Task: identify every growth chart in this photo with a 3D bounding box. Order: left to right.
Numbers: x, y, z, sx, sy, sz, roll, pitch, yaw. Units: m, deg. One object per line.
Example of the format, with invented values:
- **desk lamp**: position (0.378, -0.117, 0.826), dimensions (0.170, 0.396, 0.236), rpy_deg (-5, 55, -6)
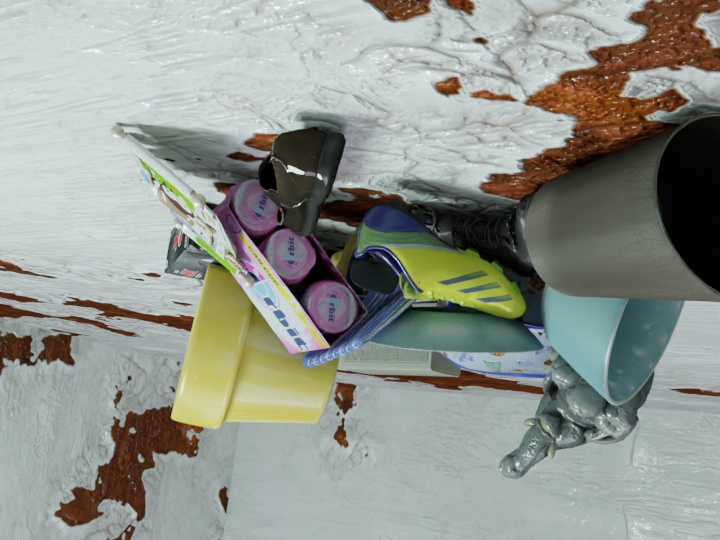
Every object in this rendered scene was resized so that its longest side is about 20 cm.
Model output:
- **growth chart**: position (-0.184, -0.066, 0.971), dimensions (0.144, 0.018, 0.201), rpy_deg (36, 165, 23)

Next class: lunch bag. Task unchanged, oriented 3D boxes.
- **lunch bag**: position (0.202, 0.057, 1.185), dimensions (0.196, 0.126, 0.171), rpy_deg (0, 151, -7)

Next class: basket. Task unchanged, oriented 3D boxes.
- **basket**: position (0.241, -0.038, 0.776), dimensions (0.178, 0.138, 0.199), rpy_deg (17, 169, -24)

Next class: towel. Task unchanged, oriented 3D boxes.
- **towel**: position (0.011, 0.051, 1.072), dimensions (0.024, 0.145, 0.200), rpy_deg (50, 155, -4)

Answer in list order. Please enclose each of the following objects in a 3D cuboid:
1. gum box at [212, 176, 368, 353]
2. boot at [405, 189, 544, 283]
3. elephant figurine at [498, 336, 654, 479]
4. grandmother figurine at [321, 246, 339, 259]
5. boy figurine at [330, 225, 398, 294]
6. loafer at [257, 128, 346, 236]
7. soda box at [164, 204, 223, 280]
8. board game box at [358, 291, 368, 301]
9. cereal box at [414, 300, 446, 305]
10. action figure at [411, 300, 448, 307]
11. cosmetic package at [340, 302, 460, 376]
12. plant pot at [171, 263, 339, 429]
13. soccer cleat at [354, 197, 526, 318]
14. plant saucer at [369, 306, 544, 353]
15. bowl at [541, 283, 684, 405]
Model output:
- **gum box**: position (-0.093, -0.008, 1.047), dimensions (0.201, 0.066, 0.113), rpy_deg (54, 154, -10)
- **boot**: position (0.123, -0.040, 1.004), dimensions (0.171, 0.070, 0.200), rpy_deg (13, 163, 17)
- **elephant figurine**: position (0.263, 0.161, 1.119), dimensions (0.152, 0.143, 0.201), rpy_deg (10, 144, 1)
- **grandmother figurine**: position (-0.053, -0.008, 1.287), dimensions (0.196, 0.062, 0.121), rpy_deg (9, 177, 7)
- **boy figurine**: position (0.000, 0.000, 1.123), dimensions (0.064, 0.126, 0.200), rpy_deg (22, 171, -8)
- **loafer**: position (-0.062, -0.092, 0.889), dimensions (0.070, 0.074, 0.200), rpy_deg (19, 162, -6)
- **soda box**: position (-0.212, -0.035, 1.243), dimensions (0.070, 0.064, 0.200), rpy_deg (11, 168, -18)
- **board game box**: position (-0.050, 0.030, 1.352), dimensions (0.197, 0.035, 0.135), rpy_deg (10, -170, 25)
- **cereal box**: position (0.082, 0.043, 1.476), dimensions (0.142, 0.040, 0.200), rpy_deg (3, 168, 22)
- **action figure**: position (0.098, 0.011, 1.221), dimensions (0.129, 0.071, 0.199), rpy_deg (-20, 165, 26)
- **cosmetic package**: position (0.063, 0.109, 1.448), dimensions (0.072, 0.105, 0.198), rpy_deg (16, 166, -41)
- **plant pot**: position (-0.130, 0.111, 1.199), dimensions (0.186, 0.204, 0.201), rpy_deg (14, 167, -11)
- **soccer cleat**: position (0.081, 0.005, 0.969), dimensions (0.199, 0.085, 0.065), rpy_deg (32, 162, -10)
- **plant saucer**: position (0.106, 0.063, 1.038), dimensions (0.197, 0.039, 0.201), rpy_deg (3, -179, 0)
- **bowl**: position (0.265, 0.028, 0.989), dimensions (0.104, 0.203, 0.200), rpy_deg (24, 180, 34)
